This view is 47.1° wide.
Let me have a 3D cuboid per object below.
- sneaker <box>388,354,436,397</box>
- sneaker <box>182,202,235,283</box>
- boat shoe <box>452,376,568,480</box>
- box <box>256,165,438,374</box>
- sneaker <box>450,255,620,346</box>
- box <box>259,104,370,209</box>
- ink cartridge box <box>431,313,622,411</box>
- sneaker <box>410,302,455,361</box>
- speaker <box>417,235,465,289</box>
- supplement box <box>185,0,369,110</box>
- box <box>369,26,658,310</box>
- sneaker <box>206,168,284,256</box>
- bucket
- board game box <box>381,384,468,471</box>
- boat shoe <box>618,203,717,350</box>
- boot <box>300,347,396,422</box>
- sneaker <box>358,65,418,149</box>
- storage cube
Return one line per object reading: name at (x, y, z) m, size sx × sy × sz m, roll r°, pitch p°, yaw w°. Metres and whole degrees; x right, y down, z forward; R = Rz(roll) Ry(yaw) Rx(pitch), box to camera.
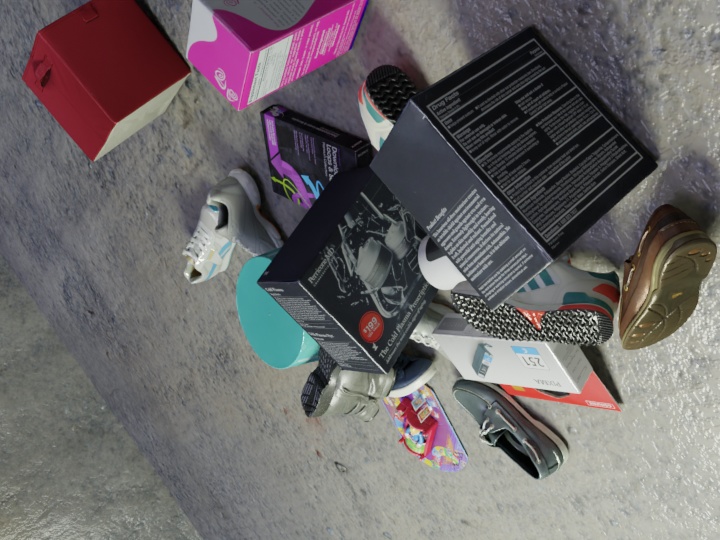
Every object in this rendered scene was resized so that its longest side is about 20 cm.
sneaker at (0.038, 0.147, 1.322) m, size 0.199 × 0.075 × 0.085 m, roll -11°, pitch 113°, yaw 54°
sneaker at (-0.287, -0.047, 1.549) m, size 0.076 × 0.081 × 0.201 m, roll 42°, pitch 144°, yaw 19°
boat shoe at (0.203, 0.226, 1.196) m, size 0.199 × 0.062 × 0.073 m, roll 35°, pitch 146°, yaw 28°
box at (0.000, 0.000, 1.081) m, size 0.182 × 0.201 × 0.104 m, roll 46°, pitch 153°, yaw -26°
sneaker at (0.205, 0.027, 0.960) m, size 0.198 × 0.094 × 0.071 m, roll 5°, pitch 137°, yaw 34°
box at (-0.063, -0.149, 1.217) m, size 0.199 × 0.036 × 0.144 m, roll 26°, pitch 138°, yaw 34°
ink cartridge box at (0.212, 0.131, 1.070) m, size 0.199 × 0.045 × 0.177 m, roll -1°, pitch 134°, yaw 53°
sneaker at (0.078, 0.080, 1.195) m, size 0.200 × 0.092 × 0.076 m, roll 42°, pitch 145°, yaw 16°
speaker at (0.157, -0.035, 1.004) m, size 0.082 × 0.081 × 0.199 m, roll 58°, pitch 148°, yaw -6°
supplement box at (-0.096, -0.293, 0.977) m, size 0.101 × 0.199 × 0.104 m, roll 46°, pitch 146°, yaw 12°
box at (0.153, -0.107, 0.836) m, size 0.199 × 0.199 × 0.123 m, roll 50°, pitch 147°, yaw 7°
sneaker at (-0.198, -0.064, 1.398) m, size 0.075 × 0.092 × 0.202 m, roll -1°, pitch 119°, yaw 52°
bucket at (-0.092, 0.051, 1.296) m, size 0.206 × 0.134 × 0.210 m, roll 19°, pitch 116°, yaw 44°
board game box at (0.090, 0.269, 1.396) m, size 0.157 × 0.039 × 0.201 m, roll -11°, pitch 110°, yaw 54°
boat shoe at (0.314, 0.011, 0.872) m, size 0.201 × 0.071 × 0.068 m, roll 89°, pitch 167°, yaw -52°
boot at (0.001, 0.141, 1.235) m, size 0.068 × 0.130 × 0.201 m, roll 55°, pitch 128°, yaw 45°
sneaker at (0.062, -0.155, 1.029) m, size 0.201 × 0.070 × 0.093 m, roll 57°, pitch 165°, yaw -8°
storage cube at (-0.418, -0.324, 1.366) m, size 0.180 × 0.200 × 0.171 m, roll 51°, pitch 147°, yaw -8°
